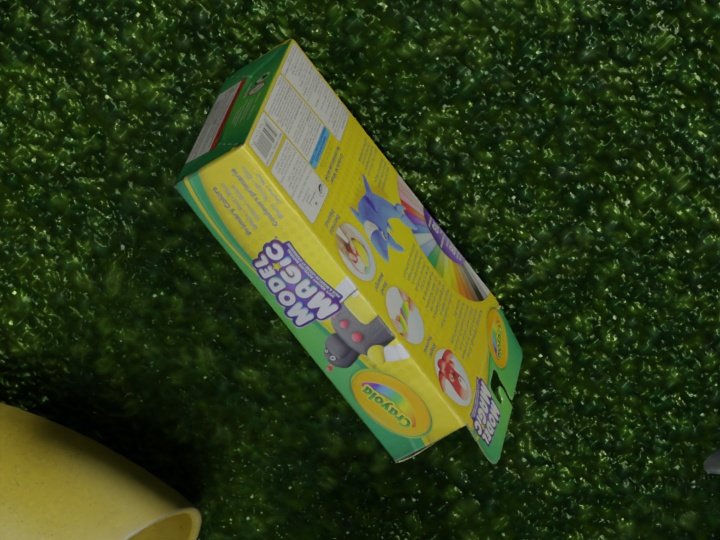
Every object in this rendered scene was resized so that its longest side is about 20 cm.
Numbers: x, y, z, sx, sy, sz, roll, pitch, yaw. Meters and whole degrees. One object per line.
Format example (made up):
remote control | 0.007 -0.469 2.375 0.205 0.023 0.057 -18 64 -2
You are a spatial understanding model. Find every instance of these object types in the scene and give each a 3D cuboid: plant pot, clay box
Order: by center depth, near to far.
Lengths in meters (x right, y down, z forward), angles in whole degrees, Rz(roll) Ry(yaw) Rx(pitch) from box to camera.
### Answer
clay box | 0.000 0.000 1.407 0.048 0.115 0.200 -29 110 25
plant pot | -0.199 0.143 1.502 0.142 0.200 0.200 44 121 13

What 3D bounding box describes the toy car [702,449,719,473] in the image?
toy car | 0.256 0.044 1.368 0.200 0.164 0.158 -10 118 30
